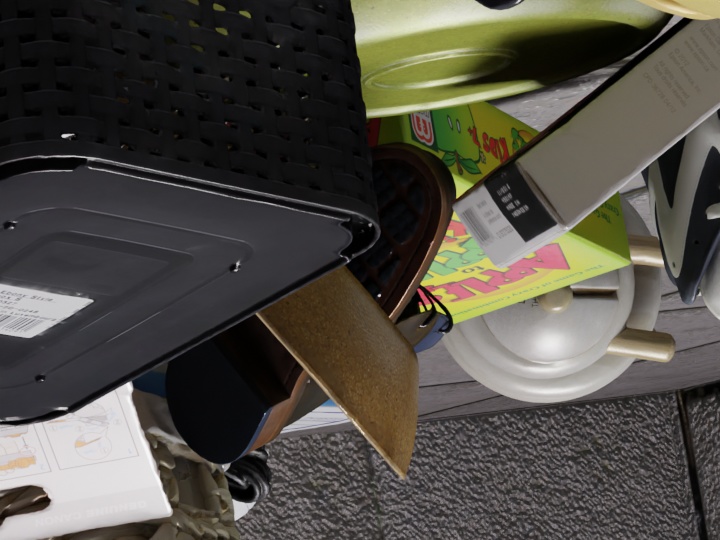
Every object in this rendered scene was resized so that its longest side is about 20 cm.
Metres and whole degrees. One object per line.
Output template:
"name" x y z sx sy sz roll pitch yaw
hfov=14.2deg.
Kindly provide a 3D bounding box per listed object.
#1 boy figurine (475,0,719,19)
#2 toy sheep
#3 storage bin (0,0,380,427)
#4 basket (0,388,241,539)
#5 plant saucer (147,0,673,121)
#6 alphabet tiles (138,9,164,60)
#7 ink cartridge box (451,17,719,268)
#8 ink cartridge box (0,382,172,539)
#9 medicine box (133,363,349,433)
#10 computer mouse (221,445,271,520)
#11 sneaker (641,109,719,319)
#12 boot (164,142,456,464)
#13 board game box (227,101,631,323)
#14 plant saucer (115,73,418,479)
"boy figurine" 0.126 -0.108 0.855 0.199 0.065 0.124 -5 172 -38
"toy sheep" 0.101 0.007 1.532 0.137 0.139 0.200 -9 178 -2
"storage bin" -0.103 -0.030 0.864 0.135 0.094 0.200 10 153 -39
"basket" -0.150 0.147 1.256 0.199 0.124 0.136 -21 167 9
"plant saucer" 0.026 -0.083 1.014 0.199 0.031 0.200 -9 174 -1
"alphabet tiles" 0.005 -0.098 1.021 0.166 0.008 0.200 -6 172 -31
"ink cartridge box" 0.126 -0.077 1.043 0.200 0.037 0.095 -36 180 -15
"ink cartridge box" -0.172 0.026 1.139 0.160 0.050 0.201 -10 131 7
"medicine box" -0.113 0.026 1.380 0.181 0.104 0.200 2 171 -27
"computer mouse" -0.084 0.104 1.422 0.109 0.044 0.200 -3 173 7
"sneaker" 0.178 -0.040 1.224 0.079 0.130 0.199 -6 173 -29
"boot" 0.000 0.000 1.180 0.097 0.075 0.200 -24 165 -43
"board game box" 0.025 -0.031 1.239 0.101 0.048 0.200 -20 158 27
"plant saucer" -0.039 -0.010 1.050 0.035 0.200 0.200 -41 174 -2
